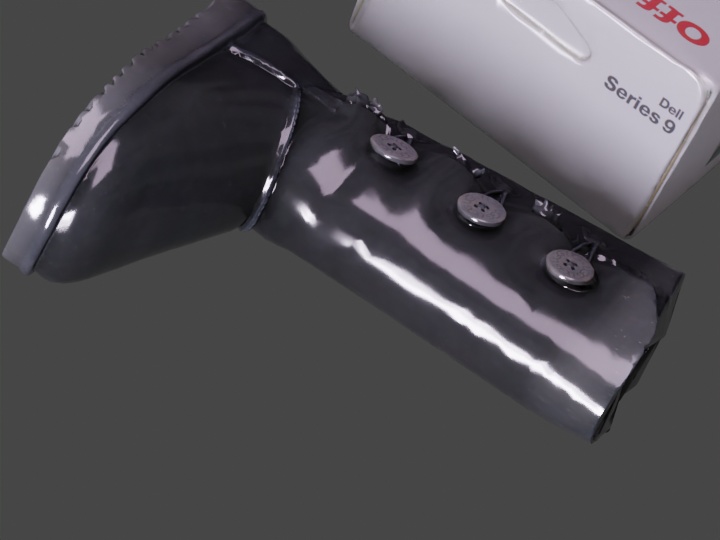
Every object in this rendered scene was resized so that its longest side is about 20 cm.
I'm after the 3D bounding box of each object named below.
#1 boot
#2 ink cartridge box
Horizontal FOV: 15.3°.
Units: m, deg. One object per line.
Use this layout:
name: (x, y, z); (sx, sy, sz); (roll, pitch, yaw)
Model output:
boot: (0.000, -0.001, 0.904); (0.200, 0.066, 0.165); (35, 41, 4)
ink cartridge box: (0.110, -0.119, 1.071); (0.146, 0.084, 0.200); (38, 40, 13)
